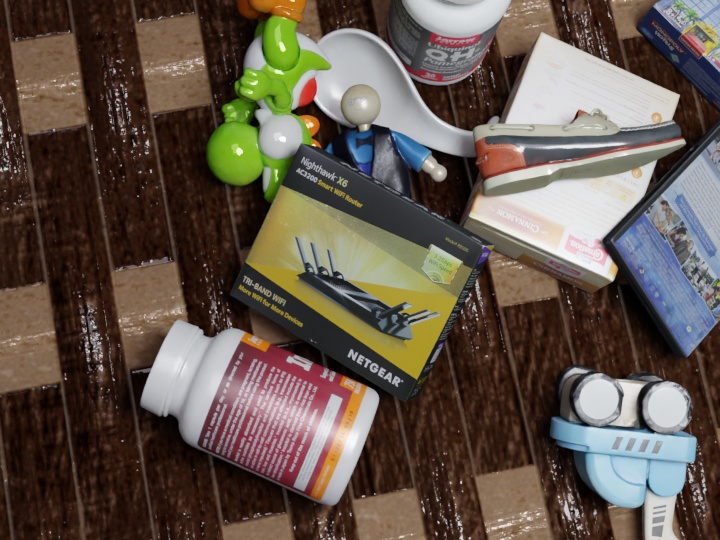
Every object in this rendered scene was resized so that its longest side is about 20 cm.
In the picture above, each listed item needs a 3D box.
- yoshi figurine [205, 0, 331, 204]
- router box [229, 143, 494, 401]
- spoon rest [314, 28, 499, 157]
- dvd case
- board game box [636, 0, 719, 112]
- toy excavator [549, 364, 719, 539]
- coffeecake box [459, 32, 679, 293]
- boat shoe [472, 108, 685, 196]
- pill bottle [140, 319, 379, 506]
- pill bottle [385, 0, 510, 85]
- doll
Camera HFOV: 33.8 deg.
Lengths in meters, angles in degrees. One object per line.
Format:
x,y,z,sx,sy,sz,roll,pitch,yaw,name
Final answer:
-0.102,-0.164,1.126,0.110,0.112,0.204,4,97,33,yoshi figurine
0.000,0.000,1.087,0.198,0.052,0.159,29,100,15,router box
0.039,-0.166,1.158,0.197,0.100,0.061,25,34,-2,spoon rest
0.333,-0.036,1.147,0.200,0.017,0.143,-42,105,-21,dvd case
0.425,-0.255,1.218,0.200,0.062,0.200,-44,85,-11,board game box
0.267,0.199,1.105,0.191,0.100,0.204,7,91,-1,toy excavator
0.202,-0.104,1.161,0.151,0.073,0.203,23,77,-1,coffeecake box
0.201,-0.118,1.094,0.196,0.071,0.064,-11,77,-3,boat shoe
-0.091,0.123,1.070,0.197,0.113,0.115,24,77,0,pill bottle
0.085,-0.259,1.118,0.108,0.200,0.113,1,79,-4,pill bottle
0.017,-0.077,1.132,0.134,0.048,0.204,-11,88,17,doll
